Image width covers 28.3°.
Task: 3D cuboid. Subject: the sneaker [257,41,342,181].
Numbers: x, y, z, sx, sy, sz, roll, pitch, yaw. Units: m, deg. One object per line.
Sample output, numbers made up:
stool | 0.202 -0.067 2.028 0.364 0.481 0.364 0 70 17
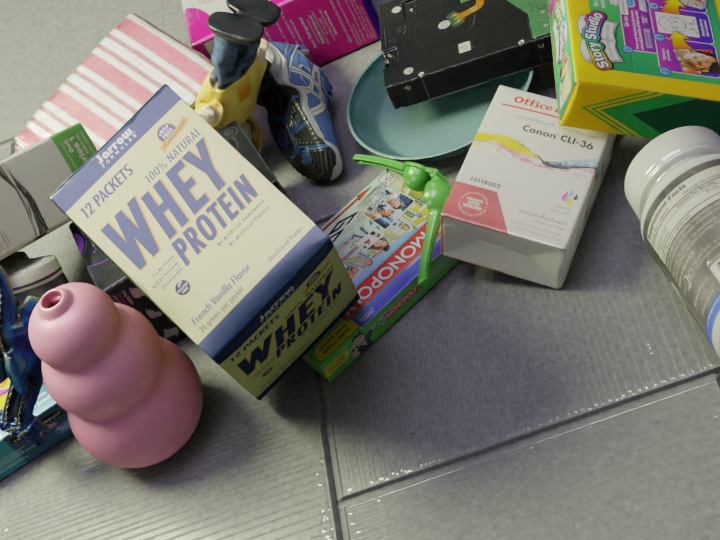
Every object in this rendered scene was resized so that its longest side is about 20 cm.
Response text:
sneaker | -0.058 -0.176 1.497 0.077 0.076 0.200 -9 54 -28

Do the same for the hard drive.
hard drive | 0.119 -0.246 1.445 0.200 0.038 0.140 -17 46 14

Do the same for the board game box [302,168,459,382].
board game box | 0.000 0.000 1.344 0.200 0.029 0.135 -43 45 -13

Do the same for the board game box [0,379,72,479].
board game box | -0.341 0.097 1.419 0.151 0.047 0.200 -33 44 -4

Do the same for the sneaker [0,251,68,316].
sneaker | -0.335 0.030 1.392 0.078 0.080 0.200 -29 16 -25

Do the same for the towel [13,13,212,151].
towel | -0.253 -0.167 1.497 0.146 0.030 0.200 36 79 24

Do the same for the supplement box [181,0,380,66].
supplement box | -0.087 -0.285 1.591 0.200 0.103 0.101 -22 45 6

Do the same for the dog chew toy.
dog chew toy | -0.222 0.086 1.257 0.124 0.200 0.125 -14 47 15

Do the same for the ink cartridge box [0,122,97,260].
ink cartridge box | -0.359 -0.054 1.384 0.146 0.084 0.200 -21 11 39

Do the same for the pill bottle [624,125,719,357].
pill bottle | 0.296 -0.022 1.151 0.114 0.114 0.200 -26 44 3

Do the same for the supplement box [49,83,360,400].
supplement box | -0.124 -0.018 1.213 0.200 0.200 0.134 43 84 15

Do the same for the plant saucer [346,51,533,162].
plant saucer | 0.084 -0.176 1.453 0.200 0.036 0.200 -14 47 15

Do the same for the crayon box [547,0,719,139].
crayon box | 0.266 -0.205 1.314 0.172 0.058 0.200 7 47 -4

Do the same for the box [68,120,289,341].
box | -0.165 -0.033 1.401 0.200 0.106 0.122 -33 44 -2

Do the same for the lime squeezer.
lime squeezer | 0.053 -0.068 1.341 0.071 0.038 0.200 -51 40 23

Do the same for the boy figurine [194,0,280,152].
boy figurine | -0.129 -0.179 1.442 0.064 0.200 0.124 23 47 12

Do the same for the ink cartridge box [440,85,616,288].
ink cartridge box | 0.159 -0.093 1.296 0.116 0.068 0.200 16 58 14

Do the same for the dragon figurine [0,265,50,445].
dragon figurine | -0.311 0.074 1.261 0.059 0.200 0.100 10 54 20
